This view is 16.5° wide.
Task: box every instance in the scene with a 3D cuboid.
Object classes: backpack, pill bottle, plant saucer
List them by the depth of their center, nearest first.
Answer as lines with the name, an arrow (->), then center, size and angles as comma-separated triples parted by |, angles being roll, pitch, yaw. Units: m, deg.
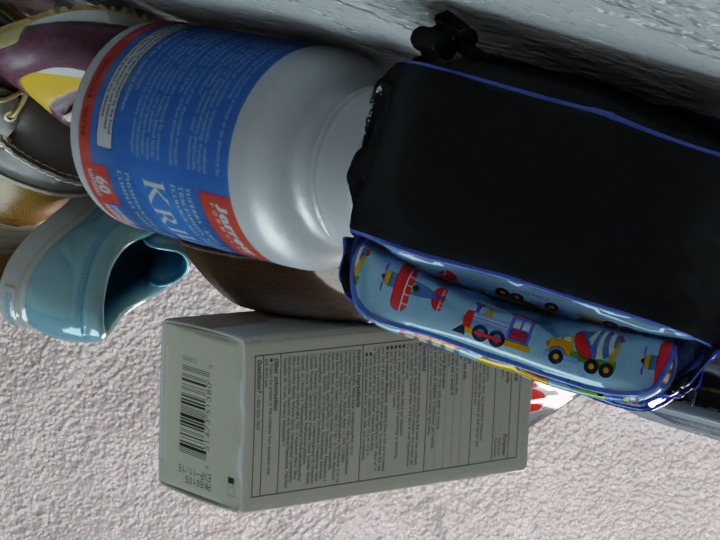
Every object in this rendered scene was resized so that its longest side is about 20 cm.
backpack -> 0.090, -0.018, 1.091 | 0.182, 0.135, 0.200 | 18, 180, 8
pill bottle -> -0.045, -0.061, 1.243 | 0.199, 0.113, 0.112 | 14, 175, 45
plant saucer -> 0.000, 0.000, 1.347 | 0.199, 0.037, 0.200 | 1, -172, 0

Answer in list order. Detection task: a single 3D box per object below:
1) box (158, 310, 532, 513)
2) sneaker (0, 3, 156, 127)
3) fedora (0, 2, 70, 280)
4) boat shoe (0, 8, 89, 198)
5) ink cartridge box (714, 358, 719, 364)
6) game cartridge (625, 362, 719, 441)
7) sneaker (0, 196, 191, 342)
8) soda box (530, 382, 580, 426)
box -> -0.005, 0.067, 1.326 | 0.199, 0.096, 0.078 | -3, -171, -39
sneaker -> -0.122, -0.081, 1.347 | 0.075, 0.091, 0.200 | -13, 163, 35
fedora -> -0.212, -0.089, 1.455 | 0.200, 0.202, 0.082 | 19, 140, -29
boat shoe -> -0.210, -0.110, 1.363 | 0.200, 0.072, 0.059 | 41, 162, -17
ink cartridge box -> 0.272, 0.039, 1.471 | 0.199, 0.085, 0.144 | 15, 176, 44
game cartridge -> 0.236, 0.085, 1.405 | 0.199, 0.042, 0.133 | 14, 178, 28
sneaker -> -0.120, -0.025, 1.437 | 0.082, 0.200, 0.074 | 22, 145, 24
soda box -> 0.119, 0.033, 1.464 | 0.070, 0.064, 0.200 | 2, 152, -39
